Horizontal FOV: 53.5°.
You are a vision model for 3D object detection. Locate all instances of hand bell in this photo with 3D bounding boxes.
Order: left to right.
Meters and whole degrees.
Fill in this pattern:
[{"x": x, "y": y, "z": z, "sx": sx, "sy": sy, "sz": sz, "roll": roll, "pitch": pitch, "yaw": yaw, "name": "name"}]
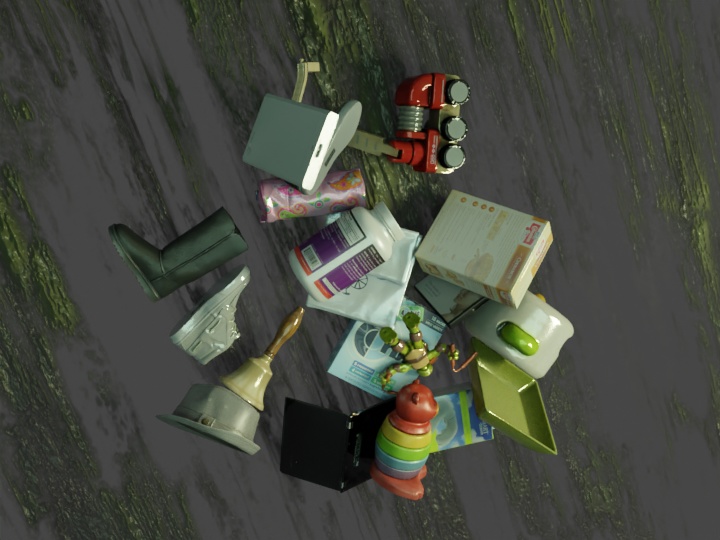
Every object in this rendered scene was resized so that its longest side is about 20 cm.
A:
[{"x": -0.170, "y": 0.153, "z": 1.360, "sx": 0.104, "sy": 0.104, "sz": 0.200, "roll": 38, "pitch": 79, "yaw": -15, "name": "hand bell"}]

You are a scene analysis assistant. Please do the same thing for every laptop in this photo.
[{"x": -0.041, "y": 0.327, "z": 1.416, "sx": 0.199, "sy": 0.116, "sz": 0.188, "roll": -14, "pitch": 123, "yaw": -36, "name": "laptop"}]

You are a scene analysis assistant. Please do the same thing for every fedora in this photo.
[{"x": -0.267, "y": 0.266, "z": 1.321, "sx": 0.199, "sy": 0.177, "sz": 0.091, "roll": 14, "pitch": 68, "yaw": 20, "name": "fedora"}]

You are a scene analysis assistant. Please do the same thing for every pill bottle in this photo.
[{"x": -0.023, "y": -0.038, "z": 1.284, "sx": 0.200, "sy": 0.112, "sz": 0.113, "roll": -33, "pitch": 105, "yaw": 4, "name": "pill bottle"}]

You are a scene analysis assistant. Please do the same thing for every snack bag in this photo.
[{"x": 0.000, "y": 0.000, "z": 1.350, "sx": 0.188, "sy": 0.021, "sz": 0.201, "roll": 17, "pitch": 93, "yaw": 4, "name": "snack bag"}]

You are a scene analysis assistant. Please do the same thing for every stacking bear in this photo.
[{"x": 0.091, "y": 0.309, "z": 1.358, "sx": 0.113, "sy": 0.121, "sz": 0.201, "roll": 15, "pitch": 108, "yaw": 5, "name": "stacking bear"}]

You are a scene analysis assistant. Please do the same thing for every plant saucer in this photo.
[{"x": 0.282, "y": 0.252, "z": 1.397, "sx": 0.200, "sy": 0.200, "sz": 0.048, "roll": 35, "pitch": 119, "yaw": -23, "name": "plant saucer"}]

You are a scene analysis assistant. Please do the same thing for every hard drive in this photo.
[{"x": -0.125, "y": -0.226, "z": 1.231, "sx": 0.026, "sy": 0.200, "sz": 0.132, "roll": 15, "pitch": 99, "yaw": -43, "name": "hard drive"}]

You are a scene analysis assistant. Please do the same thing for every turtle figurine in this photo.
[{"x": 0.111, "y": 0.151, "z": 1.358, "sx": 0.199, "sy": 0.065, "sz": 0.162, "roll": -22, "pitch": 129, "yaw": 10, "name": "turtle figurine"}]

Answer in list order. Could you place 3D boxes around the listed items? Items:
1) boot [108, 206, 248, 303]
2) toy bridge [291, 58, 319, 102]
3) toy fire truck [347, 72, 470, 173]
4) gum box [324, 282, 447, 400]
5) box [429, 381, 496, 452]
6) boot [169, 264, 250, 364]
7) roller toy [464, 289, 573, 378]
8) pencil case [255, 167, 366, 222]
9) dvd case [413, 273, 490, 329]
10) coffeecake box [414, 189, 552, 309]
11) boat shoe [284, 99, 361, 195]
[{"x": -0.324, "y": -0.056, "z": 1.287, "sx": 0.199, "sy": 0.066, "sz": 0.165, "roll": -29, "pitch": 113, "yaw": -1, "name": "boot"}, {"x": -0.097, "y": -0.279, "z": 1.290, "sx": 0.067, "sy": 0.027, "sz": 0.201, "roll": -20, "pitch": 109, "yaw": -49, "name": "toy bridge"}, {"x": 0.079, "y": -0.271, "z": 1.308, "sx": 0.199, "sy": 0.129, "sz": 0.177, "roll": 0, "pitch": 100, "yaw": -21, "name": "toy fire truck"}, {"x": 0.052, "y": 0.144, "z": 1.406, "sx": 0.170, "sy": 0.045, "sz": 0.200, "roll": 28, "pitch": 95, "yaw": -14, "name": "gum box"}, {"x": 0.186, "y": 0.298, "z": 1.460, "sx": 0.199, "sy": 0.048, "sz": 0.122, "roll": -11, "pitch": 103, "yaw": -8, "name": "box"}, {"x": -0.255, "y": 0.085, "z": 1.332, "sx": 0.200, "sy": 0.074, "sz": 0.096, "roll": -43, "pitch": 111, "yaw": 8, "name": "boot"}, {"x": 0.306, "y": 0.103, "z": 1.377, "sx": 0.182, "sy": 0.200, "sz": 0.140, "roll": 35, "pitch": 91, "yaw": -40, "name": "roller toy"}, {"x": -0.090, "y": -0.137, "z": 1.309, "sx": 0.199, "sy": 0.087, "sz": 0.088, "roll": -9, "pitch": 102, "yaw": -9, "name": "pencil case"}, {"x": 0.214, "y": 0.011, "z": 1.365, "sx": 0.200, "sy": 0.143, "sz": 0.018, "roll": -37, "pitch": 129, "yaw": -2, "name": "dvd case"}, {"x": 0.226, "y": -0.042, "z": 1.311, "sx": 0.154, "sy": 0.200, "sz": 0.073, "roll": -59, "pitch": 149, "yaw": -14, "name": "coffeecake box"}, {"x": -0.066, "y": -0.226, "z": 1.262, "sx": 0.056, "sy": 0.069, "sz": 0.200, "roll": 26, "pitch": 74, "yaw": 18, "name": "boat shoe"}]
